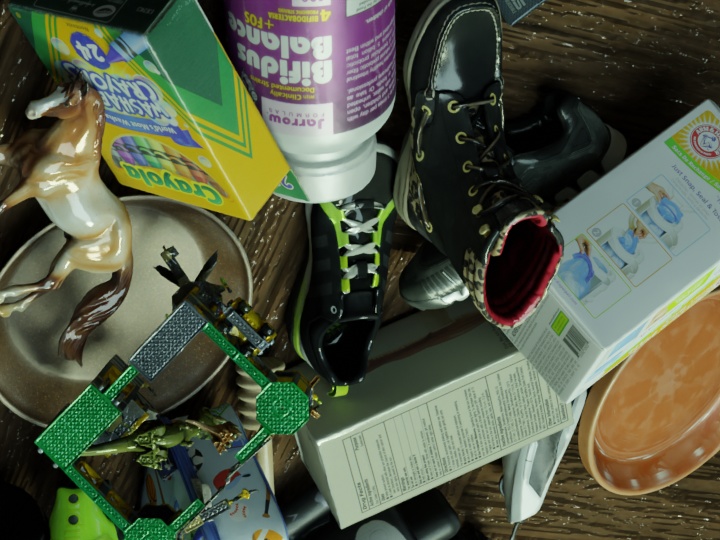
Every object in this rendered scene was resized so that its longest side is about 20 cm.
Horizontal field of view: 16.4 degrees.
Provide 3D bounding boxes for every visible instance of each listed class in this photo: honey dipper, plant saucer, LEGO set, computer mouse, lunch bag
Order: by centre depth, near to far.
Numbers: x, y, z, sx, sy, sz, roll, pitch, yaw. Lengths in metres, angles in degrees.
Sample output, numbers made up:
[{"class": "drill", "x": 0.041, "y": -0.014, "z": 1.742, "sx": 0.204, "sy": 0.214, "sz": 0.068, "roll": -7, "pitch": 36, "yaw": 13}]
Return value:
[{"class": "LEGO set", "x": -0.122, "y": 0.096, "z": 1.705, "sx": 0.153, "sy": 0.116, "sz": 0.200, "roll": 36, "pitch": 100, "yaw": -2}, {"class": "plant saucer", "x": -0.174, "y": 0.024, "z": 1.738, "sx": 0.199, "sy": 0.037, "sz": 0.201, "roll": -13, "pitch": 130, "yaw": -17}, {"class": "lunch bag", "x": -0.107, "y": 0.203, "z": 1.810, "sx": 0.075, "sy": 0.161, "sz": 0.201, "roll": -11, "pitch": 142, "yaw": -17}, {"class": "honey dipper", "x": -0.071, "y": 0.165, "z": 1.848, "sx": 0.038, "sy": 0.038, "sz": 0.201, "roll": -7, "pitch": 105, "yaw": -22}, {"class": "computer mouse", "x": 0.125, "y": 0.158, "z": 1.966, "sx": 0.044, "sy": 0.110, "sz": 0.201, "roll": 20, "pitch": 105, "yaw": -5}, {"class": "plant saucer", "x": 0.251, "y": 0.089, "z": 1.981, "sx": 0.200, "sy": 0.032, "sz": 0.201, "roll": -24, "pitch": 136, "yaw": -26}]

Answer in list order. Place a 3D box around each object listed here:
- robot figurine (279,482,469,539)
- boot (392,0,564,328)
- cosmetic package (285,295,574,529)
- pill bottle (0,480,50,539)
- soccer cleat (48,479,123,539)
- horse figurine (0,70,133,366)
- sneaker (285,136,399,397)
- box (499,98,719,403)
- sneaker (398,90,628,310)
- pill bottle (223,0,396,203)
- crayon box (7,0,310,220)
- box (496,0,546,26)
[{"class": "robot figurine", "x": -0.006, "y": 0.249, "z": 1.938, "sx": 0.199, "sy": 0.151, "sz": 0.125, "roll": -31, "pitch": 159, "yaw": -3}, {"class": "boot", "x": 0.082, "y": -0.074, "z": 1.665, "sx": 0.073, "sy": 0.151, "sz": 0.201, "roll": -7, "pitch": 130, "yaw": -24}, {"class": "cosmetic package", "x": 0.050, "y": 0.096, "z": 1.871, "sx": 0.199, "sy": 0.087, "sz": 0.104, "roll": -23, "pitch": 133, "yaw": -11}, {"class": "pill bottle", "x": -0.278, "y": 0.259, "z": 1.813, "sx": 0.111, "sy": 0.112, "sz": 0.201, "roll": -11, "pitch": 128, "yaw": -19}, {"class": "soccer cleat", "x": -0.189, "y": 0.193, "z": 1.802, "sx": 0.067, "sy": 0.082, "sz": 0.200, "roll": -3, "pitch": 171, "yaw": 0}, {"class": "horse figurine", "x": -0.200, "y": -0.033, "z": 1.628, "sx": 0.132, "sy": 0.050, "sz": 0.201, "roll": -26, "pitch": 127, "yaw": 0}, {"class": "sneaker", "x": 0.000, "y": 0.000, "z": 1.776, "sx": 0.071, "sy": 0.083, "sz": 0.201, "roll": -6, "pitch": 127, "yaw": -23}, {"class": "box", "x": 0.199, "y": -0.014, "z": 1.792, "sx": 0.200, "sy": 0.101, "sz": 0.113, "roll": -36, "pitch": 168, "yaw": -22}, {"class": "sneaker", "x": 0.095, "y": -0.058, "z": 1.796, "sx": 0.200, "sy": 0.067, "sz": 0.091, "roll": -40, "pitch": 129, "yaw": 1}, {"class": "pill bottle", "x": -0.032, "y": -0.148, "z": 1.628, "sx": 0.112, "sy": 0.112, "sz": 0.201, "roll": -15, "pitch": 129, "yaw": -16}, {"class": "crayon box", "x": -0.127, "y": -0.106, "z": 1.599, "sx": 0.052, "sy": 0.125, "sz": 0.200, "roll": -54, "pitch": 137, "yaw": -24}, {"class": "box", "x": 0.109, "y": -0.279, "z": 1.641, "sx": 0.157, "sy": 0.051, "sz": 0.200, "roll": -37, "pitch": 133, "yaw": 2}]
